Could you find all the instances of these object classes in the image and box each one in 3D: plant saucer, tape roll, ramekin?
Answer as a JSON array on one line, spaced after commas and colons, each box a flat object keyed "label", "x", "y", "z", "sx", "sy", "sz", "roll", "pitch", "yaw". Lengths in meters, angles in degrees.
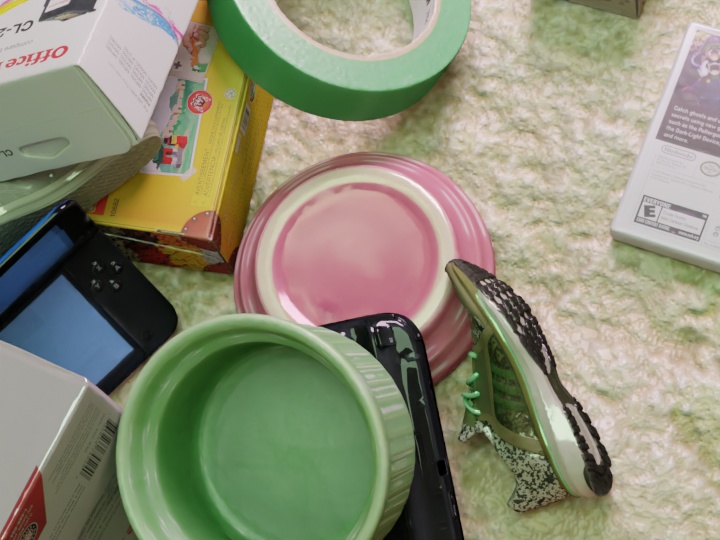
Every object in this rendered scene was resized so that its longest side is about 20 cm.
[{"label": "plant saucer", "x": 0.000, "y": 0.000, "z": 1.500, "sx": 0.200, "sy": 0.051, "sz": 0.201, "roll": -3, "pitch": 71, "yaw": 9}, {"label": "tape roll", "x": -0.015, "y": -0.211, "z": 1.528, "sx": 0.200, "sy": 0.048, "sz": 0.201, "roll": 10, "pitch": 60, "yaw": -17}, {"label": "ramekin", "x": -0.059, "y": 0.128, "z": 1.387, "sx": 0.200, "sy": 0.098, "sz": 0.200, "roll": 1, "pitch": 92, "yaw": 21}]

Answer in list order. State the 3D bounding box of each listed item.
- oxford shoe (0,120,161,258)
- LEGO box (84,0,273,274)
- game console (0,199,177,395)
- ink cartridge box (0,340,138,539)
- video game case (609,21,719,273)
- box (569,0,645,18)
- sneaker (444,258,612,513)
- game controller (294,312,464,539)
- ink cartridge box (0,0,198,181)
[{"label": "oxford shoe", "x": -0.239, "y": -0.060, "z": 1.470, "sx": 0.200, "sy": 0.075, "sz": 0.058, "roll": -36, "pitch": 76, "yaw": -7}, {"label": "LEGO box", "x": -0.155, "y": -0.110, "z": 1.552, "sx": 0.149, "sy": 0.077, "sz": 0.200, "roll": 8, "pitch": 73, "yaw": 14}, {"label": "game console", "x": -0.238, "y": 0.060, "z": 1.442, "sx": 0.200, "sy": 0.171, "sz": 0.118, "roll": -44, "pitch": 26, "yaw": -4}, {"label": "ink cartridge box", "x": -0.222, "y": 0.154, "z": 1.408, "sx": 0.083, "sy": 0.200, "sz": 0.147, "roll": 22, "pitch": 76, "yaw": 20}, {"label": "video game case", "x": 0.309, "y": -0.077, "z": 1.486, "sx": 0.200, "sy": 0.023, "sz": 0.182, "roll": 18, "pitch": 76, "yaw": 17}, {"label": "box", "x": 0.204, "y": -0.308, "z": 1.555, "sx": 0.095, "sy": 0.078, "sz": 0.200, "roll": 19, "pitch": 75, "yaw": 16}, {"label": "sneaker", "x": 0.098, "y": 0.087, "z": 1.433, "sx": 0.089, "sy": 0.077, "sz": 0.200, "roll": -30, "pitch": 79, "yaw": 17}, {"label": "game controller", "x": 0.009, "y": 0.133, "z": 1.436, "sx": 0.104, "sy": 0.042, "sz": 0.200, "roll": -12, "pitch": 86, "yaw": 21}, {"label": "ink cartridge box", "x": -0.206, "y": -0.173, "z": 1.446, "sx": 0.146, "sy": 0.083, "sz": 0.200, "roll": -11, "pitch": 44, "yaw": 29}]
